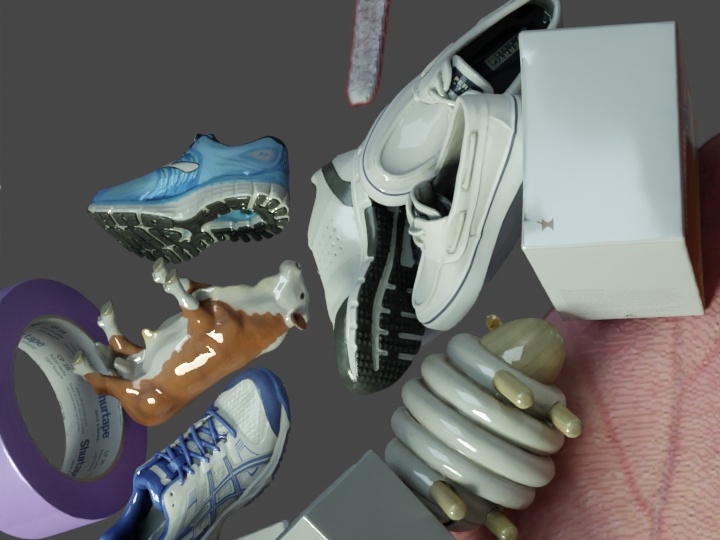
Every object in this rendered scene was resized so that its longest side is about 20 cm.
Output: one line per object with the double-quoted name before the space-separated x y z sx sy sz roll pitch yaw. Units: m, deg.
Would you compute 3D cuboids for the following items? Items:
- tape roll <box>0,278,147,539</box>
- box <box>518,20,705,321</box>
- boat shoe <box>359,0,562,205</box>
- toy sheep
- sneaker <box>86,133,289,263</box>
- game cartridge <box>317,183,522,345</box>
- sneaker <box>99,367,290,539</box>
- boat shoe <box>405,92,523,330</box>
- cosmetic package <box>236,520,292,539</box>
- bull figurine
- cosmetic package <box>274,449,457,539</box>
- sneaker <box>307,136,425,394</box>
"tape roll" -0.258 0.111 1.669 0.065 0.200 0.201 -19 67 28
"box" 0.175 -0.062 1.415 0.106 0.200 0.153 -3 75 12
"boat shoe" 0.077 -0.131 1.528 0.200 0.066 0.072 -40 80 -10
"toy sheep" 0.082 0.121 1.481 0.138 0.138 0.201 38 95 35
"sneaker" -0.137 -0.066 1.732 0.199 0.078 0.090 -7 54 29
"game cartridge" 0.063 -0.049 1.602 0.133 0.041 0.201 37 98 31
"sneaker" -0.130 0.163 1.638 0.075 0.088 0.201 33 94 37
"boat shoe" 0.065 -0.042 1.490 0.072 0.065 0.201 -104 28 -45
"cosmetic package" -0.099 0.264 1.568 0.199 0.107 0.091 -23 64 29
"bull figurine" -0.134 0.050 1.660 0.200 0.121 0.065 -41 27 22
"cosmetic package" 0.031 0.235 1.440 0.200 0.090 0.107 43 142 3
"sneaker" 0.000 0.000 1.576 0.080 0.074 0.201 -17 62 41
